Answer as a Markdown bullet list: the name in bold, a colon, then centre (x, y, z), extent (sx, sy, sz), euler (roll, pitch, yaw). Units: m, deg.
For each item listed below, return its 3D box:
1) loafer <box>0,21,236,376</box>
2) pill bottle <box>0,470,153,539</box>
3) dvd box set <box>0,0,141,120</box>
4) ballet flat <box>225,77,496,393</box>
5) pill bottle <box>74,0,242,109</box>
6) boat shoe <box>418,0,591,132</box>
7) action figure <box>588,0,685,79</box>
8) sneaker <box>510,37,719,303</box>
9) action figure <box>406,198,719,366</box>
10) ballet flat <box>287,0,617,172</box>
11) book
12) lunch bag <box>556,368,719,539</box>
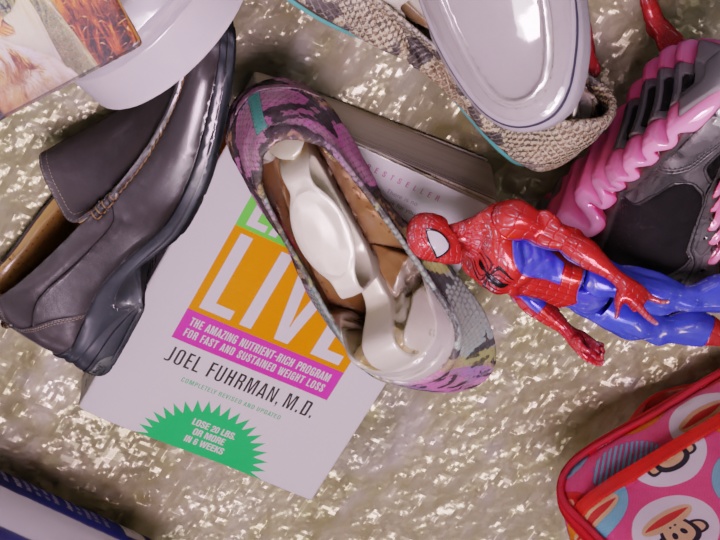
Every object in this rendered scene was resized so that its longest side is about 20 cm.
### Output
- **loafer**: centre (-0.117, -0.039, 1.142), extent (0.072, 0.073, 0.200), euler (20, 117, -16)
- **pill bottle**: centre (-0.198, 0.160, 1.231), extent (0.200, 0.120, 0.120), euler (28, 115, -24)
- **dvd box set**: centre (-0.190, -0.140, 0.937), extent (0.146, 0.029, 0.200), euler (-28, 120, -5)
- **ballet flat**: centre (0.000, 0.000, 1.132), extent (0.069, 0.071, 0.200), euler (-26, 120, 15)
- **pill bottle**: centre (-0.145, -0.166, 1.024), extent (0.116, 0.116, 0.200), euler (-37, 121, 15)
- **boat shoe**: centre (0.046, -0.154, 1.019), extent (0.072, 0.066, 0.200), euler (-8, 97, 19)
- **action figure**: centre (0.107, -0.169, 1.077), extent (0.065, 0.099, 0.200), euler (-17, 122, 1)
- **sneaker**: centre (0.149, -0.032, 1.148), extent (0.095, 0.079, 0.200), euler (29, 144, -5)
- **action figure**: centre (0.115, 0.012, 1.128), extent (0.200, 0.052, 0.065), euler (20, 149, -9)
- **ballet flat**: centre (0.039, -0.120, 1.103), extent (0.200, 0.068, 0.075), euler (36, 140, -22)
- **book**: centre (-0.039, 0.010, 1.205), extent (0.133, 0.048, 0.200), euler (22, 119, -16)
- **lunch bag**: centre (0.205, 0.113, 1.236), extent (0.200, 0.176, 0.082), euler (-29, 134, -14)
